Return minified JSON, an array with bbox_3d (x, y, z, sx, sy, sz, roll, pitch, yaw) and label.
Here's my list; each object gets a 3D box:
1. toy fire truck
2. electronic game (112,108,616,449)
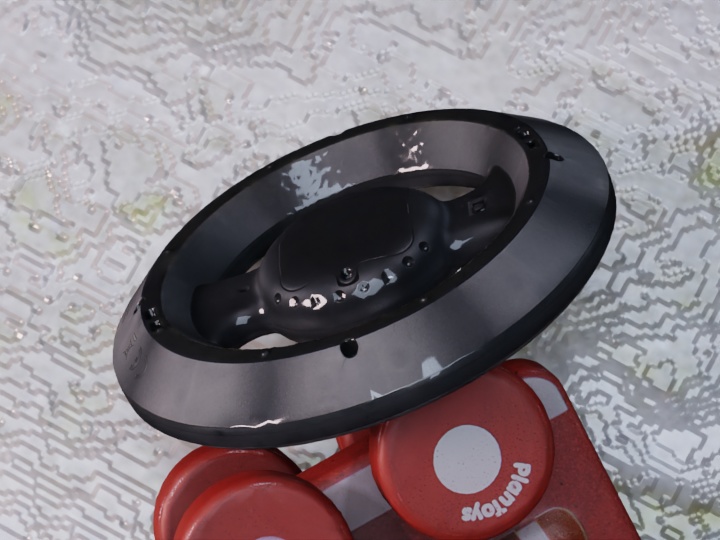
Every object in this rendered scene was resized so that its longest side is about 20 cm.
[{"bbox_3d":[0.016,0.127,0.963,0.200,0.112,0.168,-30,98,-7],"label":"toy fire truck"},{"bbox_3d":[0.000,0.000,0.959,0.200,0.200,0.042,-27,118,-5],"label":"electronic game"}]
